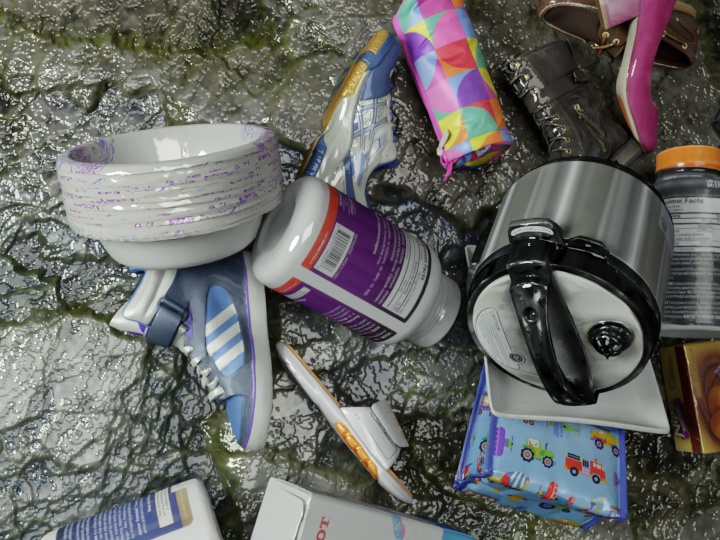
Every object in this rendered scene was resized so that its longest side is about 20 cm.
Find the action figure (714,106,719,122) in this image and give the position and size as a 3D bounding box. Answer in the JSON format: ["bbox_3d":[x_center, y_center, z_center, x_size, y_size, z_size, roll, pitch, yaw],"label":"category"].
[{"bbox_3d":[0.509,-0.143,0.921,0.199,0.130,0.070,34,111,0],"label":"action figure"}]

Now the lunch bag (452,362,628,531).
[{"bbox_3d":[0.197,0.146,0.843,0.149,0.094,0.201,18,63,-6],"label":"lunch bag"}]

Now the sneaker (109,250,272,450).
[{"bbox_3d":[-0.164,0.075,0.774,0.145,0.081,0.202,-1,77,-17],"label":"sneaker"}]

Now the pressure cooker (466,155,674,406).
[{"bbox_3d":[0.189,0.014,0.736,0.175,0.179,0.201,29,49,-2],"label":"pressure cooker"}]

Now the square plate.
[{"bbox_3d":[0.206,0.072,0.834,0.196,0.029,0.201,8,53,-16],"label":"square plate"}]

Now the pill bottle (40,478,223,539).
[{"bbox_3d":[-0.222,0.273,0.724,0.198,0.111,0.112,-18,85,-12],"label":"pill bottle"}]

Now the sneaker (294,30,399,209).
[{"bbox_3d":[0.005,-0.148,0.849,0.088,0.075,0.201,25,86,-14],"label":"sneaker"}]

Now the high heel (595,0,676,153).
[{"bbox_3d":[0.326,-0.230,0.885,0.095,0.067,0.201,-17,110,14],"label":"high heel"}]

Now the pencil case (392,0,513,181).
[{"bbox_3d":[0.098,-0.204,0.870,0.088,0.088,0.202,-17,83,-12],"label":"pencil case"}]

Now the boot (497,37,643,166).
[{"bbox_3d":[0.207,-0.158,0.885,0.200,0.069,0.175,-35,88,-35],"label":"boot"}]

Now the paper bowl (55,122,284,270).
[{"bbox_3d":[-0.169,-0.069,0.747,0.199,0.201,0.105,-10,110,-11],"label":"paper bowl"}]

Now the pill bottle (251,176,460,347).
[{"bbox_3d":[0.000,0.000,0.790,0.199,0.112,0.113,30,77,-26],"label":"pill bottle"}]

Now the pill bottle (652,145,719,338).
[{"bbox_3d":[0.359,-0.031,0.878,0.105,0.106,0.202,6,80,-9],"label":"pill bottle"}]

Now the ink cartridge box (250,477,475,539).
[{"bbox_3d":[-0.008,0.287,0.740,0.199,0.084,0.146,25,76,-31],"label":"ink cartridge box"}]

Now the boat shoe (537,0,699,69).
[{"bbox_3d":[0.296,-0.278,0.922,0.198,0.070,0.071,7,79,-9],"label":"boat shoe"}]

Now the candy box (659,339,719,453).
[{"bbox_3d":[0.442,0.130,0.895,0.198,0.056,0.118,-6,82,-12],"label":"candy box"}]

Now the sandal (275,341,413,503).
[{"bbox_3d":[-0.003,0.139,0.801,0.059,0.079,0.207,-39,88,-10],"label":"sandal"}]
